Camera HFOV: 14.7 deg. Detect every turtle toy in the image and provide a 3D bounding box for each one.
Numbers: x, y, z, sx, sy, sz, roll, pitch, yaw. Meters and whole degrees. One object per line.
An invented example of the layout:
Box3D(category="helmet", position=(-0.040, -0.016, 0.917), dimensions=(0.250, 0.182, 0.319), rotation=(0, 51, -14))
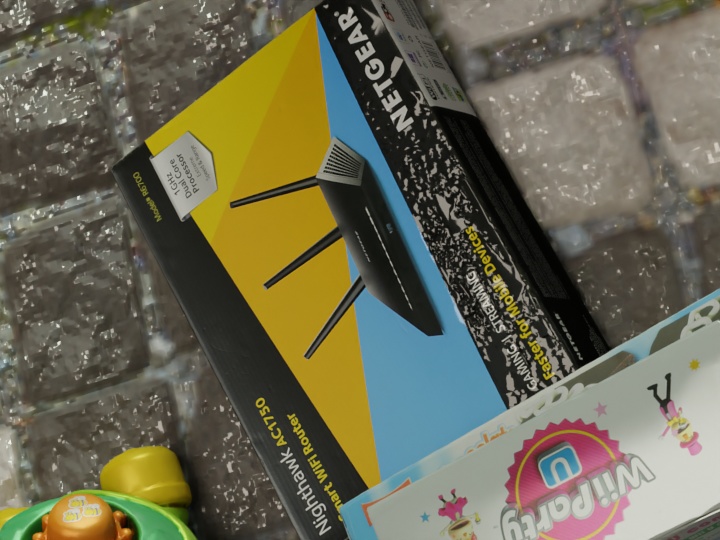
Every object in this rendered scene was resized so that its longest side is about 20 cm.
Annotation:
Box3D(category="turtle toy", position=(-0.143, 0.168, 1.224), dimensions=(0.199, 0.101, 0.147), rotation=(-25, 75, 24))

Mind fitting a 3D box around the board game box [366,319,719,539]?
Box3D(category="board game box", position=(0.113, 0.094, 1.030), dimensions=(0.147, 0.200, 0.065), rotation=(-29, 69, 17))

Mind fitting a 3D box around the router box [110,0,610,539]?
Box3D(category="router box", position=(0.000, 0.000, 1.189), dimensions=(0.149, 0.051, 0.201), rotation=(-37, 71, 22))

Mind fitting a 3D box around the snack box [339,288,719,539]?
Box3D(category="snack box", position=(0.101, 0.064, 1.095), dimensions=(0.199, 0.116, 0.037), rotation=(-31, 72, 23))
